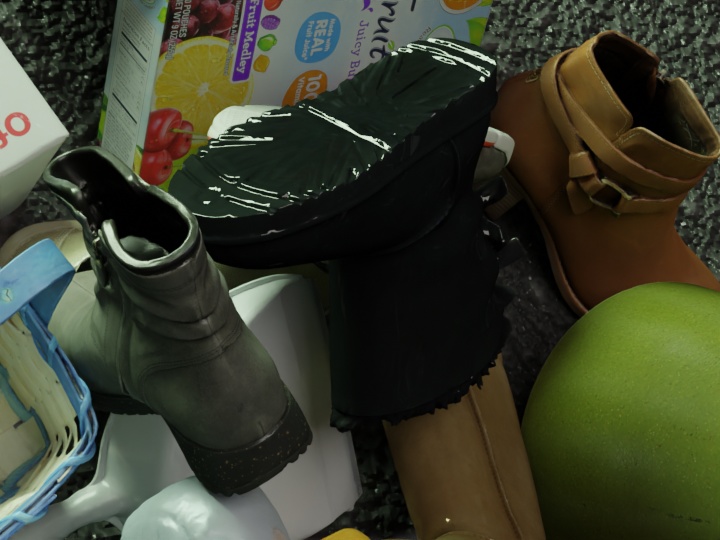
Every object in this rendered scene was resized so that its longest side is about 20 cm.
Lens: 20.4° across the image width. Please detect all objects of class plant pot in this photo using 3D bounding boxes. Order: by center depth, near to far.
[{"bbox_3d":[0.207,0.105,1.007,0.186,0.200,0.189,-1,93,-24],"label":"plant pot"}]

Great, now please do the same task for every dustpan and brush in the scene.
[{"bbox_3d":[-0.096,0.098,0.953,0.200,0.057,0.140,-33,122,-38],"label":"dustpan and brush"}]

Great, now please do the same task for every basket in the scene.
[{"bbox_3d":[-0.199,0.067,0.830,0.176,0.200,0.139,-38,91,-20],"label":"basket"}]

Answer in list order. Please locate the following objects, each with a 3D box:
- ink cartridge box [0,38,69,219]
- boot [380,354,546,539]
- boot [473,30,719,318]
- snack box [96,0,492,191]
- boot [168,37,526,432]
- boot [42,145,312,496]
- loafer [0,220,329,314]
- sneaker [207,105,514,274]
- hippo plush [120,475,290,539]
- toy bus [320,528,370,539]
[{"bbox_3d":[-0.256,-0.095,0.943,0.145,0.083,0.201,-36,89,-33],"label":"ink cartridge box"},{"bbox_3d":[0.030,0.102,0.974,0.175,0.066,0.201,34,31,-44],"label":"boot"},{"bbox_3d":[0.158,-0.042,1.097,0.200,0.155,0.077,43,57,-6],"label":"boot"},{"bbox_3d":[-0.031,-0.110,1.032,0.199,0.143,0.053,-12,45,-32],"label":"snack box"},{"bbox_3d":[-0.001,0.000,0.903,0.073,0.163,0.198,24,40,34],"label":"boot"},{"bbox_3d":[-0.095,0.001,0.830,0.068,0.200,0.131,-34,121,-19],"label":"boot"},{"bbox_3d":[-0.079,0.007,0.993,0.199,0.068,0.076,-9,110,-23],"label":"loafer"},{"bbox_3d":[-0.003,-0.040,0.991,0.199,0.077,0.083,-6,108,-45],"label":"sneaker"},{"bbox_3d":[-0.071,0.176,0.803,0.160,0.159,0.201,-30,120,-23],"label":"hippo plush"},{"bbox_3d":[0.015,0.226,0.970,0.078,0.065,0.201,-24,83,-33],"label":"toy bus"}]
